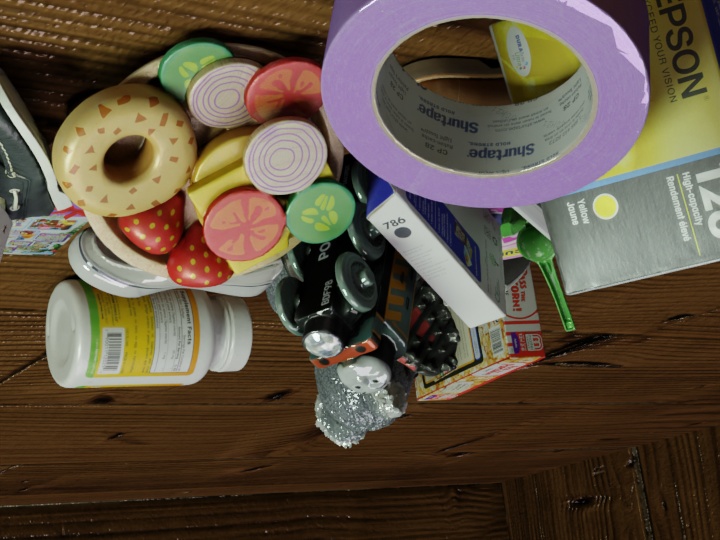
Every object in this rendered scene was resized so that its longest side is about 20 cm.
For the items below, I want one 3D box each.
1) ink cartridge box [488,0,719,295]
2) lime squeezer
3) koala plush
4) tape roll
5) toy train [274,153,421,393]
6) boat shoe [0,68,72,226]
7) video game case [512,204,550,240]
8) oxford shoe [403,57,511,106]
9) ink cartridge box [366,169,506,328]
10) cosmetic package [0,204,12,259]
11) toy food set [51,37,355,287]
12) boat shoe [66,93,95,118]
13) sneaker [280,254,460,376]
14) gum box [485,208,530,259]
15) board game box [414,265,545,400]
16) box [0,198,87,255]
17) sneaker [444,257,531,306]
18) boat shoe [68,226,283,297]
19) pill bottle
[{"bbox_3d":[0.207,-0.100,0.944,0.199,0.198,0.047,-15,-178,28],"label":"ink cartridge box"},{"bbox_3d":[0.147,-0.019,1.163,0.038,0.071,0.200,-29,148,8],"label":"lime squeezer"},{"bbox_3d":[-0.005,0.075,1.460,0.183,0.201,0.177,0,163,-27],"label":"koala plush"},{"bbox_3d":[0.078,-0.127,0.875,0.199,0.066,0.200,6,142,4],"label":"tape roll"},{"bbox_3d":[0.000,0.000,1.096,0.085,0.200,0.114,-23,128,29],"label":"toy train"},{"bbox_3d":[-0.250,-0.078,0.998,0.060,0.076,0.200,-24,162,-8],"label":"boat shoe"},{"bbox_3d":[0.201,-0.097,1.089,0.182,0.023,0.200,-46,153,8],"label":"video game case"},{"bbox_3d":[0.125,-0.119,1.071,0.199,0.072,0.071,-6,163,-14],"label":"oxford shoe"},{"bbox_3d":[0.051,-0.049,1.094,0.039,0.100,0.200,-20,135,24],"label":"ink cartridge box"},{"bbox_3d":[-0.334,-0.066,0.936,0.150,0.052,0.200,7,156,8],"label":"cosmetic package"},{"bbox_3d":[-0.102,-0.073,0.998,0.198,0.049,0.200,-28,128,1],"label":"toy food set"},{"bbox_3d":[-0.127,-0.081,1.072,0.202,0.075,0.075,2,162,-32],"label":"boat shoe"},{"bbox_3d":[0.003,0.019,1.240,0.200,0.071,0.098,42,162,-18],"label":"sneaker"},{"bbox_3d":[0.115,-0.065,1.215,0.199,0.066,0.114,-12,147,15],"label":"gum box"},{"bbox_3d":[0.113,0.043,1.501,0.046,0.152,0.200,0,164,-27],"label":"board game box"},{"bbox_3d":[-0.322,-0.053,1.144,0.199,0.039,0.137,2,162,-32],"label":"box"},{"bbox_3d":[0.098,-0.005,1.337,0.199,0.075,0.115,-20,174,-21],"label":"sneaker"},{"bbox_3d":[-0.150,-0.017,1.222,0.199,0.072,0.066,9,145,-32],"label":"boat shoe"},{"bbox_3d":[-0.220,0.066,1.491,0.199,0.111,0.111,1,162,-30],"label":"pill bottle"}]
